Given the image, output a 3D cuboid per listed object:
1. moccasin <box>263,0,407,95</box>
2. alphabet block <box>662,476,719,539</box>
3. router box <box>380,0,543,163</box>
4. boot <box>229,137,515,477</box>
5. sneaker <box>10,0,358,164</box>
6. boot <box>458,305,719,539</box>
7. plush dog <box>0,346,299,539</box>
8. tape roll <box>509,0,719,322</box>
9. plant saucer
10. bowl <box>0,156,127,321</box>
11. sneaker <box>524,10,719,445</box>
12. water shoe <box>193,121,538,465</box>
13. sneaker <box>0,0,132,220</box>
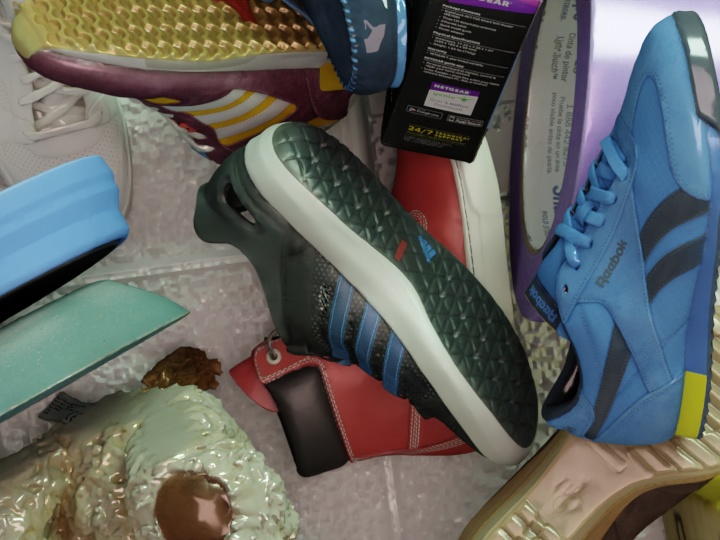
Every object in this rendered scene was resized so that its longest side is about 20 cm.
[{"bbox_3d":[-0.034,-0.163,1.010,0.068,0.081,0.200,-10,61,-19],"label":"moccasin"},{"bbox_3d":[0.268,0.183,1.058,0.195,0.196,0.200,-13,93,-6],"label":"alphabet block"},{"bbox_3d":[0.055,-0.173,1.017,0.051,0.149,0.200,10,64,-5],"label":"router box"},{"bbox_3d":[0.000,0.000,1.094,0.144,0.072,0.200,-8,96,-3],"label":"boot"},{"bbox_3d":[-0.079,-0.088,1.037,0.200,0.075,0.090,-3,134,-36],"label":"sneaker"},{"bbox_3d":[0.126,0.092,1.060,0.200,0.166,0.072,-39,80,-2],"label":"boot"},{"bbox_3d":[-0.085,0.145,1.071,0.200,0.160,0.172,-14,109,27],"label":"plush dog"},{"bbox_3d":[0.118,-0.072,1.035,0.066,0.200,0.200,4,91,-5],"label":"tape roll"},{"bbox_3d":[-0.174,0.054,1.015,0.200,0.200,0.036,-29,90,-3],"label":"plant saucer"},{"bbox_3d":[-0.194,0.014,0.988,0.200,0.201,0.039,-29,91,-3],"label":"bowl"},{"bbox_3d":[0.110,-0.012,0.916,0.078,0.066,0.200,1,120,1],"label":"sneaker"},{"bbox_3d":[0.005,0.018,1.043,0.079,0.072,0.200,-33,101,33],"label":"water shoe"},{"bbox_3d":[-0.158,-0.108,1.054,0.074,0.116,0.200,-17,94,-6],"label":"sneaker"}]
